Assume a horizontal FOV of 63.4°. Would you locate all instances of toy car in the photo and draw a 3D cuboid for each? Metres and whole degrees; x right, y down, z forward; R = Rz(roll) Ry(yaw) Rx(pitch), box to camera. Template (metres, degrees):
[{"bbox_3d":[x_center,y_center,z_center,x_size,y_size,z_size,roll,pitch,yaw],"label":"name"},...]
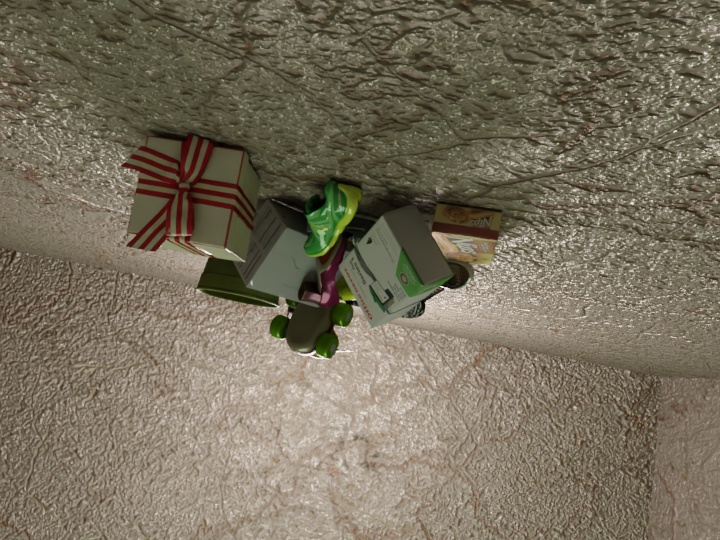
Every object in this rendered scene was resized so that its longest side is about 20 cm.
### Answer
[{"bbox_3d":[-0.092,0.148,1.407,0.163,0.159,0.200,19,162,26],"label":"toy car"}]

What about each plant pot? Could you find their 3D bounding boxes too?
[{"bbox_3d":[-0.270,-0.027,1.383,0.199,0.194,0.200,11,171,2],"label":"plant pot"}]

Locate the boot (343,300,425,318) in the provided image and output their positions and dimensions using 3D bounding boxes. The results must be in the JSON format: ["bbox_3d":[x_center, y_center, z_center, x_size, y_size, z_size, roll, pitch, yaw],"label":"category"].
[{"bbox_3d":[0.066,0.019,1.383,0.199,0.169,0.077,10,135,8],"label":"boot"}]

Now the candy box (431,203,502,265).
[{"bbox_3d":[0.195,-0.063,1.086,0.115,0.056,0.200,9,169,10],"label":"candy box"}]

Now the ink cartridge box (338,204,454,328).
[{"bbox_3d":[0.058,-0.001,1.065,0.084,0.147,0.200,-19,164,-34],"label":"ink cartridge box"}]

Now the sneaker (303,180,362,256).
[{"bbox_3d":[-0.064,-0.099,1.062,0.083,0.074,0.200,29,140,-8],"label":"sneaker"}]

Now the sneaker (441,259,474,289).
[{"bbox_3d":[0.188,-0.006,1.266,0.084,0.073,0.200,-30,-168,-28],"label":"sneaker"}]

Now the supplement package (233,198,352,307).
[{"bbox_3d":[-0.142,-0.033,1.240,0.199,0.156,0.111,20,-157,-45],"label":"supplement package"}]

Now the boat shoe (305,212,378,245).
[{"bbox_3d":[-0.019,-0.083,1.185,0.199,0.062,0.073,16,169,-25],"label":"boat shoe"}]

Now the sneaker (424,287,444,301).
[{"bbox_3d":[0.172,0.035,1.433,0.199,0.079,0.095,-31,-175,-33],"label":"sneaker"}]

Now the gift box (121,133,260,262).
[{"bbox_3d":[-0.286,-0.110,0.975,0.198,0.186,0.187,4,172,0],"label":"gift box"}]

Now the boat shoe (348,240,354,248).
[{"bbox_3d":[-0.101,-0.058,1.385,0.199,0.070,0.074,5,168,31],"label":"boat shoe"}]

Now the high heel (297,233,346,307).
[{"bbox_3d":[-0.050,0.000,1.193,0.096,0.068,0.200,9,139,-29],"label":"high heel"}]

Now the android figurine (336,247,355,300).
[{"bbox_3d":[0.000,0.000,1.321,0.199,0.183,0.041,-3,133,33],"label":"android figurine"}]

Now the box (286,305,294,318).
[{"bbox_3d":[-0.147,0.037,1.542,0.074,0.201,0.100,11,157,-6],"label":"box"}]
